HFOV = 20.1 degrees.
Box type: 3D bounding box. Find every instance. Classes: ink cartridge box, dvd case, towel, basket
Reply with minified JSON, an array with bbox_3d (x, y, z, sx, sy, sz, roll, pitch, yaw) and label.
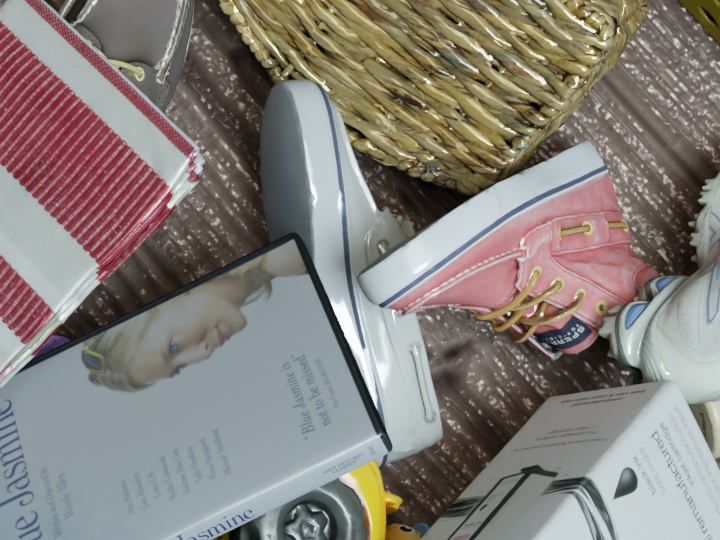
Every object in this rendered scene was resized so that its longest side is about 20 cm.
[{"bbox_3d":[0.097,0.166,0.928,0.200,0.084,0.146,-43,111,-42],"label":"ink cartridge box"},{"bbox_3d":[-0.097,0.073,0.938,0.199,0.018,0.143,-26,45,1],"label":"dvd case"},{"bbox_3d":[-0.185,-0.024,0.973,0.200,0.023,0.144,-47,69,0],"label":"towel"},{"bbox_3d":[0.032,-0.142,1.068,0.200,0.149,0.143,40,111,2],"label":"basket"}]

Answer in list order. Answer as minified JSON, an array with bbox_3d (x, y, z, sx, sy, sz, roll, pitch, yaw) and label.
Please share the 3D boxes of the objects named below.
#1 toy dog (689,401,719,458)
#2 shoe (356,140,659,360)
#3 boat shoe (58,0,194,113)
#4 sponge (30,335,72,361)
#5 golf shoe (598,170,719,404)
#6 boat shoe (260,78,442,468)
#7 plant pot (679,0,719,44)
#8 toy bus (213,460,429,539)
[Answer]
[{"bbox_3d":[0.240,0.118,1.026,0.132,0.096,0.200,-38,86,-12],"label":"toy dog"},{"bbox_3d":[0.081,0.003,1.001,0.200,0.071,0.091,-27,87,-53],"label":"shoe"},{"bbox_3d":[-0.137,-0.080,1.019,0.072,0.060,0.200,30,84,-12],"label":"boat shoe"},{"bbox_3d":[-0.188,0.083,1.009,0.199,0.030,0.112,10,77,-5],"label":"sponge"},{"bbox_3d":[0.207,0.002,1.021,0.200,0.097,0.078,-51,121,-37],"label":"golf shoe"},{"bbox_3d":[0.000,0.000,1.020,0.066,0.072,0.201,-14,94,-22],"label":"boat shoe"},{"bbox_3d":[0.249,-0.196,1.051,0.176,0.200,0.200,-43,87,-2],"label":"plant pot"},{"bbox_3d":[0.005,0.184,0.973,0.191,0.136,0.201,14,74,-18],"label":"toy bus"}]
